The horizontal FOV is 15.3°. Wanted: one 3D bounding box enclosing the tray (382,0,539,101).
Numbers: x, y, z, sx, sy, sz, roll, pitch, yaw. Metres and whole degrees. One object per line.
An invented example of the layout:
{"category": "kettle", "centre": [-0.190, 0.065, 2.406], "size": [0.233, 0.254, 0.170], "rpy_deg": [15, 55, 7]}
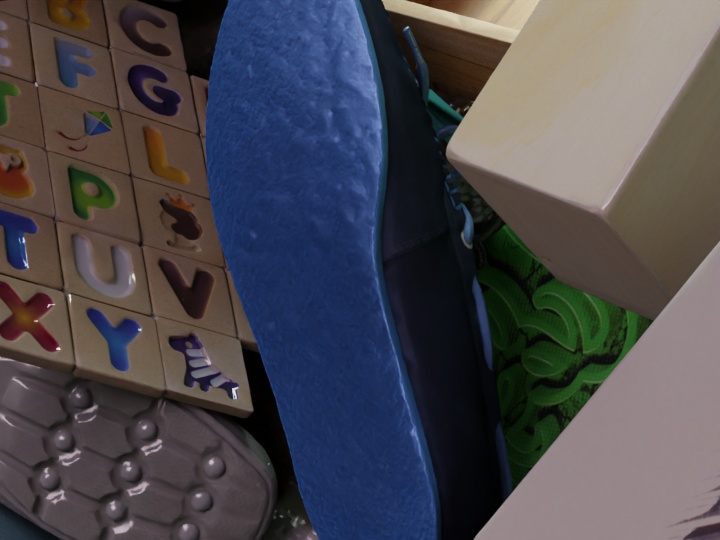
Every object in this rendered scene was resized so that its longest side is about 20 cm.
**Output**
{"category": "tray", "centre": [0.092, -0.130, 0.891], "size": [0.098, 0.037, 0.200], "rpy_deg": [20, 56, 42]}

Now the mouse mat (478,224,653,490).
{"category": "mouse mat", "centre": [0.070, 0.046, 0.850], "size": [0.161, 0.008, 0.200], "rpy_deg": [-35, 45, 13]}

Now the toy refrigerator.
{"category": "toy refrigerator", "centre": [0.112, -0.089, 0.769], "size": [0.070, 0.076, 0.200], "rpy_deg": [24, 77, 42]}

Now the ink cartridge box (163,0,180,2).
{"category": "ink cartridge box", "centre": [-0.133, -0.211, 0.973], "size": [0.147, 0.199, 0.147], "rpy_deg": [-50, 42, 43]}

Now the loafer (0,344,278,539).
{"category": "loafer", "centre": [-0.119, 0.041, 0.905], "size": [0.199, 0.070, 0.070], "rpy_deg": [25, 100, 2]}

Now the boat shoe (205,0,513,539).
{"category": "boat shoe", "centre": [0.000, 0.000, 0.836], "size": [0.084, 0.069, 0.201], "rpy_deg": [-10, 84, 35]}

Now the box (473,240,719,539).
{"category": "box", "centre": [0.125, 0.027, 0.698], "size": [0.200, 0.082, 0.068], "rpy_deg": [-54, 51, 23]}

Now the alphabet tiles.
{"category": "alphabet tiles", "centre": [-0.094, -0.036, 0.921], "size": [0.006, 0.166, 0.201], "rpy_deg": [-52, 36, 34]}

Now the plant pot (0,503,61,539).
{"category": "plant pot", "centre": [-0.194, 0.140, 0.893], "size": [0.199, 0.135, 0.201], "rpy_deg": [-19, 51, 25]}

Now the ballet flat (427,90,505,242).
{"category": "ballet flat", "centre": [-0.011, -0.062, 0.941], "size": [0.072, 0.072, 0.201], "rpy_deg": [-40, 42, 7]}
